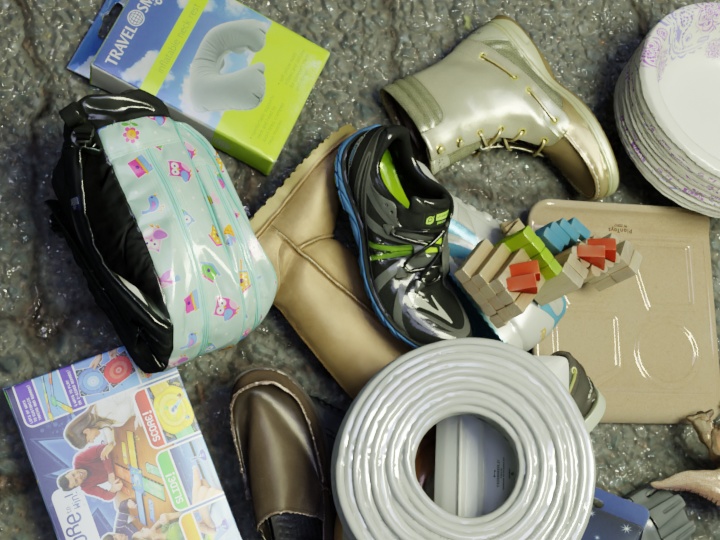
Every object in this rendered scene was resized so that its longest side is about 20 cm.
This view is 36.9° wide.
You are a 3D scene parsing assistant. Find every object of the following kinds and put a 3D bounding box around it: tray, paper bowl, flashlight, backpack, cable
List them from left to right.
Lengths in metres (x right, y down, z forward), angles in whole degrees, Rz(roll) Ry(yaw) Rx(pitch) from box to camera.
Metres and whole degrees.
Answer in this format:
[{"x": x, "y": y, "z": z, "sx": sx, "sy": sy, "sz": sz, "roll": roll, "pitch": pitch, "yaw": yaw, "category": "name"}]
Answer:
[{"x": -0.157, "y": -0.025, "z": 0.843, "sx": 0.126, "sy": 0.167, "sz": 0.201, "roll": -23, "pitch": 75, "yaw": -24, "category": "backpack"}, {"x": 0.075, "y": 0.147, "z": 0.807, "sx": 0.198, "sy": 0.069, "sz": 0.201, "roll": -9, "pitch": 72, "yaw": 3, "category": "cable"}, {"x": 0.112, "y": 0.162, "z": 0.848, "sx": 0.106, "sy": 0.022, "sz": 0.202, "roll": 2, "pitch": 73, "yaw": 4, "category": "tray"}, {"x": 0.200, "y": 0.262, "z": 0.924, "sx": 0.199, "sy": 0.068, "sz": 0.068, "roll": -26, "pitch": 47, "yaw": -21, "category": "flashlight"}, {"x": 0.333, "y": -0.140, "z": 1.008, "sx": 0.199, "sy": 0.104, "sz": 0.202, "roll": 6, "pitch": 62, "yaw": -11, "category": "paper bowl"}]

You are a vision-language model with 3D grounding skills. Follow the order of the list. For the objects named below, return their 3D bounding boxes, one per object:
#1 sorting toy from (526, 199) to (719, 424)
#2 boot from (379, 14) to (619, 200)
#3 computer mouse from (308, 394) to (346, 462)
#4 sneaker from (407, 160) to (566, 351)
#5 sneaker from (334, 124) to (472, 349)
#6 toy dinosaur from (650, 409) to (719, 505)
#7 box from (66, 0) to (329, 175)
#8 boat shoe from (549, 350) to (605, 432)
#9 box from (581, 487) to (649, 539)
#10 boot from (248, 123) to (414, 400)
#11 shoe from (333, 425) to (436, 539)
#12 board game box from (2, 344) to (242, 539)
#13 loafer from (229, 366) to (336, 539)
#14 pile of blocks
[{"x": 0.241, "y": 0.040, "z": 0.999, "sx": 0.184, "sy": 0.036, "sz": 0.202, "roll": 3, "pitch": 82, "yaw": -13, "category": "sorting toy"}, {"x": 0.126, "y": -0.120, "z": 0.984, "sx": 0.154, "sy": 0.072, "sz": 0.201, "roll": -32, "pitch": 80, "yaw": -19, "category": "boot"}, {"x": 0.012, "y": 0.162, "z": 0.915, "sx": 0.199, "sy": 0.034, "sz": 0.059, "roll": 27, "pitch": 72, "yaw": -7, "category": "computer mouse"}, {"x": 0.098, "y": -0.019, "z": 0.950, "sx": 0.081, "sy": 0.077, "sz": 0.201, "roll": -35, "pitch": 86, "yaw": -15, "category": "sneaker"}, {"x": 0.041, "y": -0.024, "z": 0.876, "sx": 0.070, "sy": 0.083, "sz": 0.201, "roll": -19, "pitch": 88, "yaw": -40, "category": "sneaker"}, {"x": 0.358, "y": 0.179, "z": 0.948, "sx": 0.199, "sy": 0.086, "sz": 0.136, "roll": -21, "pitch": 91, "yaw": -24, "category": "toy dinosaur"}, {"x": -0.141, "y": -0.185, "z": 0.949, "sx": 0.199, "sy": 0.048, "sz": 0.123, "roll": 27, "pitch": 73, "yaw": -7, "category": "box"}, {"x": 0.122, "y": 0.152, "z": 0.899, "sx": 0.201, "sy": 0.072, "sz": 0.061, "roll": -45, "pitch": 116, "yaw": -20, "category": "boat shoe"}, {"x": 0.150, "y": 0.245, "z": 0.877, "sx": 0.120, "sy": 0.033, "sz": 0.200, "roll": 18, "pitch": 51, "yaw": 22, "category": "box"}, {"x": 0.000, "y": 0.000, "z": 0.936, "sx": 0.200, "sy": 0.066, "sz": 0.175, "roll": 42, "pitch": 82, "yaw": -2, "category": "boot"}, {"x": 0.037, "y": 0.165, "z": 0.878, "sx": 0.070, "sy": 0.053, "sz": 0.201, "roll": 37, "pitch": 57, "yaw": -14, "category": "shoe"}, {"x": -0.187, "y": 0.165, "z": 0.865, "sx": 0.135, "sy": 0.034, "sz": 0.201, "roll": -19, "pitch": 82, "yaw": -17, "category": "board game box"}, {"x": -0.054, "y": 0.174, "z": 0.857, "sx": 0.073, "sy": 0.071, "sz": 0.201, "roll": -18, "pitch": 91, "yaw": 3, "category": "loafer"}, {"x": 0.168, "y": -0.016, "z": 0.898, "sx": 0.199, "sy": 0.062, "sz": 0.083, "roll": -15, "pitch": 79, "yaw": -42, "category": "pile of blocks"}]
